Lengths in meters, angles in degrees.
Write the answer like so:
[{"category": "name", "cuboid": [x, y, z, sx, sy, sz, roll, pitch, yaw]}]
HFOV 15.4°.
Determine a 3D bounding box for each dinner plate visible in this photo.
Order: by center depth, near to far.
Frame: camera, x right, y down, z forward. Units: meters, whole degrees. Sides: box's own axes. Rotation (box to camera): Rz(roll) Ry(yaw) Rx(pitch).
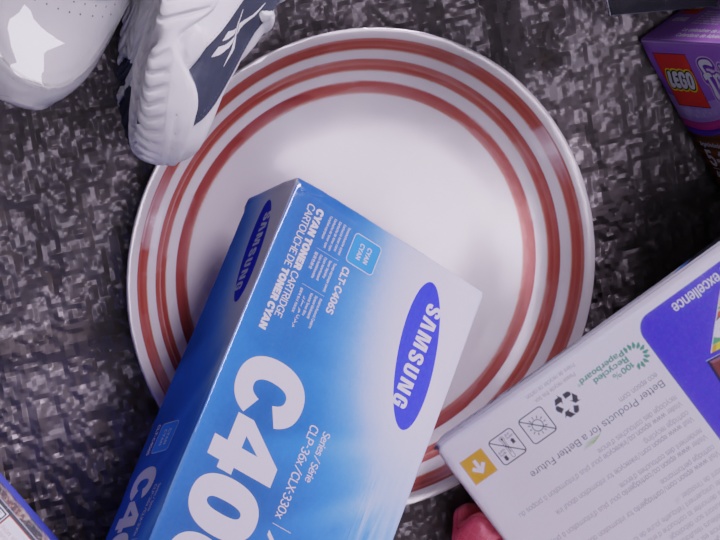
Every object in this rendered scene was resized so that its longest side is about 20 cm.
[{"category": "dinner plate", "cuboid": [0.000, 0.000, 1.087, 0.200, 0.024, 0.201, -4, 102, -19]}]

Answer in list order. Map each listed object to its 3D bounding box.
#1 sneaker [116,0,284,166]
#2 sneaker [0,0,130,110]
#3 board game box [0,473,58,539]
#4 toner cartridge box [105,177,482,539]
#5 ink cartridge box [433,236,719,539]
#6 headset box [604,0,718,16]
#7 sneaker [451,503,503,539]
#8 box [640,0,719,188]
[{"category": "sneaker", "cuboid": [-0.012, -0.125, 1.022, 0.129, 0.079, 0.200, 16, 80, -16]}, {"category": "sneaker", "cuboid": [-0.101, -0.155, 0.980, 0.075, 0.100, 0.200, 14, 97, -22]}, {"category": "board game box", "cuboid": [-0.201, 0.156, 1.009, 0.200, 0.097, 0.160, -40, 110, -8]}, {"category": "toner cartridge box", "cuboid": [-0.031, 0.074, 1.013, 0.095, 0.043, 0.200, 32, 64, -23]}, {"category": "ink cartridge box", "cuboid": [0.165, 0.092, 1.048, 0.198, 0.043, 0.200, -36, 90, 17]}, {"category": "headset box", "cuboid": [0.121, -0.202, 1.059, 0.148, 0.077, 0.201, -7, 104, -17]}, {"category": "sneaker", "cuboid": [0.127, 0.092, 1.123, 0.200, 0.074, 0.087, -30, 108, -11]}, {"category": "box", "cuboid": [0.204, -0.041, 1.054, 0.039, 0.200, 0.137, -37, 109, -17]}]
